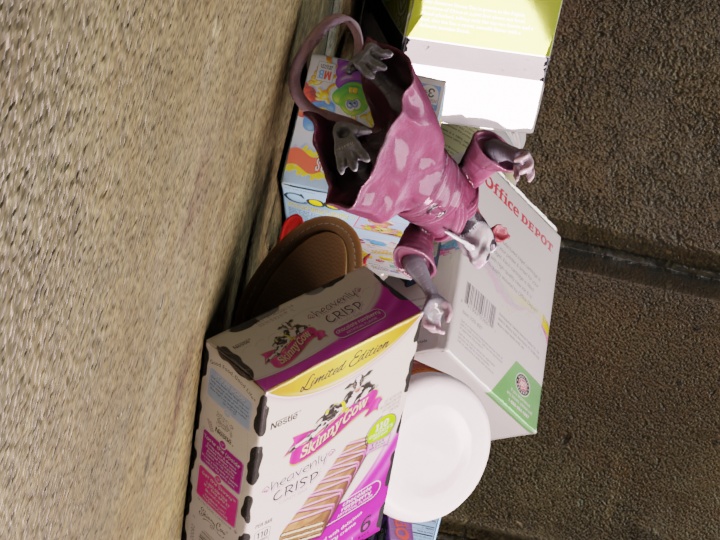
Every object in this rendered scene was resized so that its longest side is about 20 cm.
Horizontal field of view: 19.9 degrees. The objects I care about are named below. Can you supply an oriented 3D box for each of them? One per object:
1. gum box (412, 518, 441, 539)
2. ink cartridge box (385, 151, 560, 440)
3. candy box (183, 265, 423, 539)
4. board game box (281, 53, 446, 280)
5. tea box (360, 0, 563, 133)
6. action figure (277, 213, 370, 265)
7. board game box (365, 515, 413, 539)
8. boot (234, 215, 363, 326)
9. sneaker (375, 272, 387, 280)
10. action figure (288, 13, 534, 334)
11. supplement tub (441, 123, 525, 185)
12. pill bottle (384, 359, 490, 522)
[{"bbox_3d":[0.038,0.165,1.874,0.170,0.044,0.201,-169,-86,-71],"label":"gum box"},{"bbox_3d":[0.090,0.023,1.716,0.145,0.087,0.201,42,48,-40],"label":"ink cartridge box"},{"bbox_3d":[-0.039,0.110,1.316,0.136,0.061,0.201,-26,140,-36],"label":"candy box"},{"bbox_3d":[0.003,-0.075,1.552,0.200,0.104,0.103,92,10,-76],"label":"board game box"},{"bbox_3d":[0.089,-0.248,1.780,0.200,0.133,0.197,-112,-149,-66],"label":"tea box"},{"bbox_3d":[-0.032,0.001,1.555,0.200,0.065,0.052,100,13,-77],"label":"action figure"},{"bbox_3d":[0.006,0.197,1.835,0.120,0.032,0.200,-55,-152,38],"label":"board game box"},{"bbox_3d":[-0.043,0.049,1.437,0.155,0.076,0.201,-53,157,-79],"label":"boot"},{"bbox_3d":[0.004,-0.075,1.696,0.076,0.092,0.201,88,14,-75],"label":"sneaker"},{"bbox_3d":[0.033,-0.057,1.394,0.134,0.149,0.200,-50,140,-1],"label":"action figure"},{"bbox_3d":[0.059,-0.073,1.885,0.145,0.145,0.200,98,19,-56],"label":"supplement tub"},{"bbox_3d":[0.002,0.110,1.552,0.200,0.112,0.113,22,-78,58],"label":"pill bottle"}]
